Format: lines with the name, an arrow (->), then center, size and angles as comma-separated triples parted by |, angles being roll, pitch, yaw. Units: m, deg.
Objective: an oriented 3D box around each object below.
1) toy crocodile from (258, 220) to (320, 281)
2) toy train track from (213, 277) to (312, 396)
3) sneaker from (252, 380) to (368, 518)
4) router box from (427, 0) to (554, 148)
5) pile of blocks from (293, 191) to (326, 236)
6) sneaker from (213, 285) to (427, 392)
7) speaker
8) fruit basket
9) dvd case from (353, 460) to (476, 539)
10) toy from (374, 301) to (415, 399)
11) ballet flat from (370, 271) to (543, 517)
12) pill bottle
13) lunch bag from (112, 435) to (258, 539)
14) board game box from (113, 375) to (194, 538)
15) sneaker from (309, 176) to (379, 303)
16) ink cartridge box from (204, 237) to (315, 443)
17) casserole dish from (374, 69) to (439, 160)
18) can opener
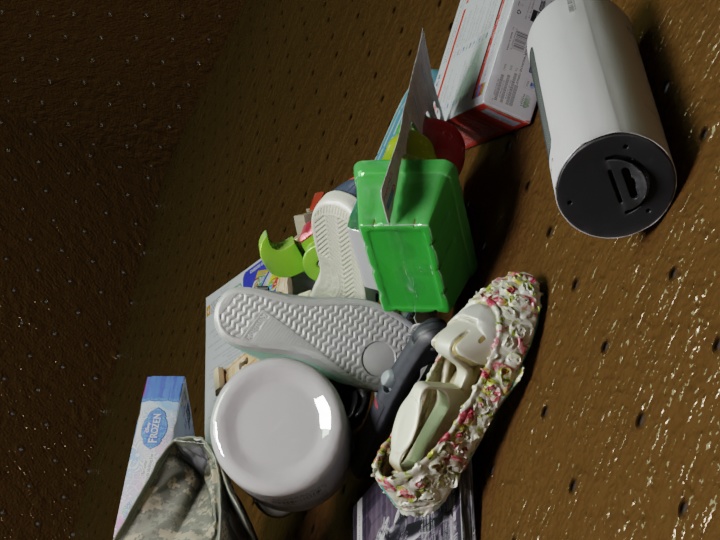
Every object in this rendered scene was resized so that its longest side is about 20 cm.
toy crocodile -> -0.003, -0.043, 1.448 | 0.198, 0.062, 0.068 | -22, 19, 15
toy train track -> -0.102, 0.072, 1.486 | 0.200, 0.032, 0.116 | -41, 47, 47
sneaker -> -0.052, 0.157, 1.518 | 0.115, 0.075, 0.203 | -164, 96, -78
router box -> 0.130, -0.222, 1.378 | 0.179, 0.048, 0.203 | 171, 118, -75
pile of blocks -> -0.023, -0.056, 1.614 | 0.200, 0.081, 0.063 | -60, -41, -82
sneaker -> -0.030, 0.058, 1.347 | 0.118, 0.198, 0.075 | 116, 170, -85
speaker -> 0.162, -0.110, 1.038 | 0.201, 0.080, 0.082 | -91, 24, -53
fruit basket -> 0.048, -0.070, 1.293 | 0.186, 0.092, 0.202 | 72, -162, -46
dvd case -> 0.039, 0.206, 1.192 | 0.201, 0.016, 0.150 | 125, 153, -46
toy -> 0.020, 0.024, 1.475 | 0.201, 0.047, 0.116 | -101, 35, -63
ballet flat -> 0.070, 0.084, 1.111 | 0.075, 0.064, 0.202 | 17, 79, 50
pill bottle -> -0.063, 0.150, 1.328 | 0.200, 0.113, 0.116 | 78, -153, -75
lunch bag -> -0.140, 0.264, 1.302 | 0.165, 0.116, 0.202 | 77, -160, -46
board game box -> -0.191, 0.244, 1.479 | 0.200, 0.043, 0.202 | -87, -4, -49
sneaker -> 0.000, 0.000, 1.375 | 0.085, 0.074, 0.202 | -47, -27, -43
ink cartridge box -> -0.102, 0.094, 1.553 | 0.197, 0.046, 0.203 | -31, 57, 52
casserole dish -> 0.043, -0.122, 1.548 | 0.121, 0.038, 0.202 | 136, 158, -71
can opener -> 0.036, 0.113, 1.259 | 0.201, 0.063, 0.079 | 123, 160, -44
